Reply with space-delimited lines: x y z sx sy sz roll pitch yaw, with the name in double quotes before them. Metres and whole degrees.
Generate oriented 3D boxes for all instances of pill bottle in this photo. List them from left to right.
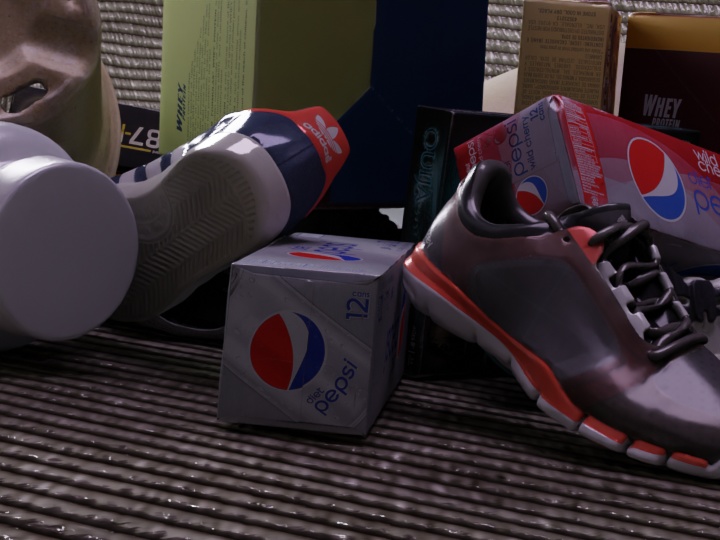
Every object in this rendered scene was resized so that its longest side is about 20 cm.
"pill bottle" -0.198 -0.020 0.962 0.111 0.111 0.200 0 7 -42

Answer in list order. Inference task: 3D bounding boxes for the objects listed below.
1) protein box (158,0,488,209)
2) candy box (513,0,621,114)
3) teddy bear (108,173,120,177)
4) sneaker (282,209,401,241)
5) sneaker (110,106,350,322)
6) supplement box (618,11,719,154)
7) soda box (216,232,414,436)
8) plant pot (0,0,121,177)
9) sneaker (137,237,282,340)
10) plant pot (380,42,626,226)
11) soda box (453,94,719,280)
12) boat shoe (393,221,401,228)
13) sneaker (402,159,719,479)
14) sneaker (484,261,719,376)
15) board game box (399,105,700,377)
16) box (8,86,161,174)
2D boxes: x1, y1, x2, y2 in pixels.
"protein box" -0.025 -0.148 1.145 0.135 0.199 0.200 -1 12 -20
"candy box" 0.118 -0.057 1.178 0.055 0.201 0.115 5 5 11
"teddy bear" -0.196 -0.024 1.338 0.200 0.067 0.145 1 -8 40
"sneaker" 0.000 0.000 1.118 0.200 0.079 0.075 10 7 28
"sneaker" -0.077 -0.031 0.979 0.084 0.075 0.200 -35 12 -37
"supplement box" 0.258 -0.041 1.137 0.133 0.201 0.197 0 7 -40
"soda box" -0.015 0.024 0.888 0.063 0.068 0.200 6 6 5
"plant pot" -0.225 -0.112 1.147 0.200 0.201 0.183 4 -16 -14
"sneaker" -0.114 -0.006 1.076 0.200 0.075 0.082 8 5 27
"plant pot" 0.096 -0.048 1.317 0.200 0.188 0.187 -12 14 -34
"soda box" 0.140 -0.026 0.997 0.070 0.064 0.200 -28 -30 37
"boat shoe" -0.067 -0.024 1.241 0.201 0.075 0.086 -1 35 -6
"sneaker" 0.101 0.015 0.829 0.200 0.082 0.077 33 19 31
"sneaker" 0.137 0.039 0.981 0.200 0.078 0.080 7 -16 -31
"board game box" 0.100 -0.014 1.050 0.200 0.136 0.028 0 11 -43
"box" -0.158 -0.071 1.381 0.161 0.049 0.200 13 -11 -3
